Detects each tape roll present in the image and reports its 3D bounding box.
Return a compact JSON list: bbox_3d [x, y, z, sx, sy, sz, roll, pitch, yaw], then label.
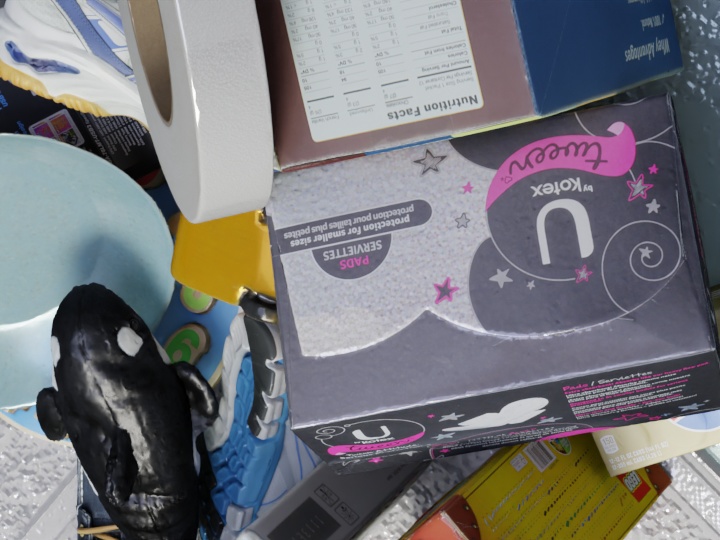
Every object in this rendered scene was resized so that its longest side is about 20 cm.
[{"bbox_3d":[-0.083,-0.123,1.066,0.037,0.203,0.204,-13,103,-11],"label":"tape roll"}]

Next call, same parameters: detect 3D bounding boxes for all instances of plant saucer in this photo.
[{"bbox_3d":[-0.201,-0.006,1.245,0.200,0.039,0.202,-6,132,-7],"label":"plant saucer"}]

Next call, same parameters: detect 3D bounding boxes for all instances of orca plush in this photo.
[{"bbox_3d":[-0.136,0.111,1.251,0.105,0.071,0.201,9,119,9],"label":"orca plush"}]

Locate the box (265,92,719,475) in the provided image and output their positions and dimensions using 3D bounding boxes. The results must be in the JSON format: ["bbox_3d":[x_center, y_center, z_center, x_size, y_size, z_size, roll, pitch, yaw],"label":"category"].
[{"bbox_3d":[0.065,0.008,1.093,0.199,0.115,0.133,-10,72,8],"label":"box"}]

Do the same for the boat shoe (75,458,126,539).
[{"bbox_3d":[-0.140,0.168,1.347,0.070,0.091,0.202,-5,104,27],"label":"boat shoe"}]

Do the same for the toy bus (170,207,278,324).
[{"bbox_3d":[0.000,0.000,1.221,0.199,0.078,0.065,18,108,11],"label":"toy bus"}]

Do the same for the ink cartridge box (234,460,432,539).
[{"bbox_3d":[-0.049,0.168,1.239,0.044,0.200,0.174,41,119,7],"label":"ink cartridge box"}]

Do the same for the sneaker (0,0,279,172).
[{"bbox_3d":[-0.090,-0.110,1.195,0.199,0.075,0.089,21,96,-17],"label":"sneaker"}]

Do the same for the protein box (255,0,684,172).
[{"bbox_3d":[0.041,-0.168,1.078,0.134,0.198,0.201,-9,97,28],"label":"protein box"}]

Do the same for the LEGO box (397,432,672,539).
[{"bbox_3d":[0.057,0.157,1.183,0.077,0.200,0.149,48,120,5],"label":"LEGO box"}]

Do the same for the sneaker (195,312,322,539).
[{"bbox_3d":[-0.040,0.098,1.290,0.075,0.086,0.200,65,149,32],"label":"sneaker"}]

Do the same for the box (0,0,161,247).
[{"bbox_3d":[-0.221,-0.111,1.253,0.198,0.050,0.201,-26,107,12],"label":"box"}]

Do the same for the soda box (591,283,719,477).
[{"bbox_3d":[0.207,0.037,1.151,0.199,0.064,0.068,-21,96,30],"label":"soda box"}]

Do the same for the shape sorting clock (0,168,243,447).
[{"bbox_3d":[-0.158,0.002,1.314,0.199,0.039,0.201,2,96,19],"label":"shape sorting clock"}]
